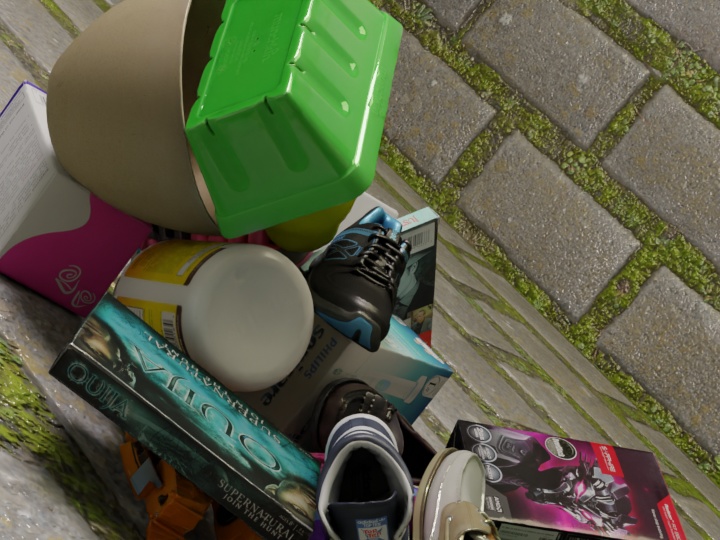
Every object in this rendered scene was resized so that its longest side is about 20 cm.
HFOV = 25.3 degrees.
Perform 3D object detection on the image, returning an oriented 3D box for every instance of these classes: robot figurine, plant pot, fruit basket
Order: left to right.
[{"bbox_3d":[-0.166,-0.126,1.252,0.133,0.203,0.200,-2,1,14],"label":"plant pot"},{"bbox_3d":[-0.119,0.139,1.140,0.144,0.058,0.200,36,11,-26],"label":"robot figurine"},{"bbox_3d":[-0.039,-0.099,1.231,0.215,0.154,0.218,39,43,-49],"label":"fruit basket"}]

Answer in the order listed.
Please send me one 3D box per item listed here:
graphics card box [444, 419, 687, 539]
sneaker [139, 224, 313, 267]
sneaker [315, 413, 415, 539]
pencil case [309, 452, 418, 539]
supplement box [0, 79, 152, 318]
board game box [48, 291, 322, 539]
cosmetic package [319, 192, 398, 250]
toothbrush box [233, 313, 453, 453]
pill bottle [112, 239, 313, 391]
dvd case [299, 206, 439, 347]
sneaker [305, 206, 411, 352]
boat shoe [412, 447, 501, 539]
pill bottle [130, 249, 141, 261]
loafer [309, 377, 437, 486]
[{"bbox_3d":[0.175,0.200,1.382,0.197,0.051,0.126,10,34,-14],"label":"graphics card box"},{"bbox_3d":[-0.116,-0.045,1.400,0.198,0.080,0.095,13,17,21],"label":"sneaker"},{"bbox_3d":[0.011,0.199,1.067,0.109,0.069,0.203,112,-32,-87],"label":"sneaker"},{"bbox_3d":[0.004,0.201,1.267,0.088,0.089,0.199,46,12,35],"label":"pencil case"},{"bbox_3d":[-0.261,-0.064,1.370,0.101,0.104,0.200,32,11,-30],"label":"supplement box"},{"bbox_3d":[-0.112,0.101,1.081,0.199,0.028,0.135,39,10,-8],"label":"board game box"},{"bbox_3d":[-0.105,-0.055,1.673,0.198,0.124,0.199,12,-11,42],"label":"cosmetic package"},{"bbox_3d":[-0.029,0.104,1.378,0.085,0.147,0.199,43,11,27],"label":"toothbrush box"},{"bbox_3d":[-0.125,0.032,1.259,0.109,0.110,0.199,34,-14,-27],"label":"pill bottle"},{"bbox_3d":[0.005,0.048,1.469,0.022,0.145,0.202,46,-32,38],"label":"dvd case"},{"bbox_3d":[0.000,0.000,1.278,0.073,0.082,0.200,38,11,-14],"label":"sneaker"},{"bbox_3d":[0.078,0.218,1.233,0.075,0.068,0.201,57,33,-34],"label":"boat shoe"},{"bbox_3d":[-0.144,0.008,1.470,0.110,0.111,0.200,31,14,-40],"label":"pill bottle"},{"bbox_3d":[0.020,0.138,1.318,0.062,0.073,0.200,15,-12,23],"label":"loafer"}]
